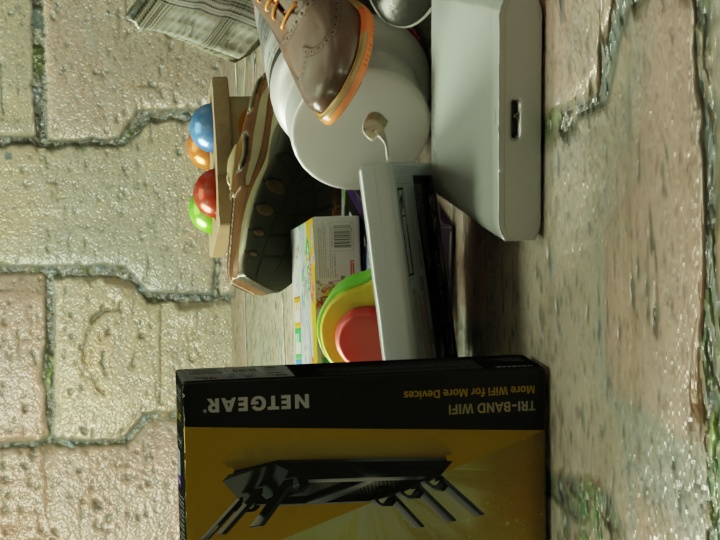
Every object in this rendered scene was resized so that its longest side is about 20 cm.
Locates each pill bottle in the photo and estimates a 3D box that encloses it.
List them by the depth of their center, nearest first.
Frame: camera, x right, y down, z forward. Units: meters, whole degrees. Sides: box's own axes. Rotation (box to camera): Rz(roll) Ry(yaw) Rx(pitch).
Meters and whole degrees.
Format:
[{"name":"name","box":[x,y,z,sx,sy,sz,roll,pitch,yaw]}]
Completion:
[{"name":"pill bottle","box":[-0.012,-0.150,1.480,0.200,0.114,0.114,-104,14,-54]}]

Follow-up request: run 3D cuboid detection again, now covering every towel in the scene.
[{"name":"towel","box":[-0.068,-0.236,1.554,0.035,0.193,0.200,45,-167,16]}]

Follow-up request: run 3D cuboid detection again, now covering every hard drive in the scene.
[{"name":"hard drive","box":[0.071,-0.097,1.213,0.200,0.026,0.132,-133,42,-77]}]

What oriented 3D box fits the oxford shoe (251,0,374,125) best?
[{"name":"oxford shoe","box":[-0.043,-0.167,1.354,0.071,0.073,0.200,-53,31,27]}]

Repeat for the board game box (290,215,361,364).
[{"name":"board game box","box":[-0.023,0.066,1.493,0.134,0.034,0.201,158,110,-81]}]

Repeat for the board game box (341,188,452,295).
[{"name":"board game box","box":[0.023,0.040,1.486,0.165,0.057,0.200,-119,29,-69]}]

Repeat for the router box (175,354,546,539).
[{"name":"router box","box":[0.000,0.130,1.139,0.052,0.199,0.158,-147,55,-79]}]

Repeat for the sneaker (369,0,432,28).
[{"name":"sneaker","box":[0.025,-0.207,1.275,0.200,0.071,0.099,103,-174,-49]}]

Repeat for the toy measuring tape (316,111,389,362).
[{"name":"toy measuring tape","box":[0.000,0.000,1.352,0.074,0.073,0.200,-120,19,-74]}]

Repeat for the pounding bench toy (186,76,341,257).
[{"name":"pounding bench toy","box":[-0.067,-0.076,1.742,0.200,0.156,0.125,121,146,-76]}]

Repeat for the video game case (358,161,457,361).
[{"name":"video game case","box":[0.035,0.034,1.261,0.182,0.023,0.201,-14,-83,-80]}]

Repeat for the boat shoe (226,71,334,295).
[{"name":"boat shoe","box":[-0.064,-0.075,1.604,0.074,0.076,0.200,-8,59,47]}]
